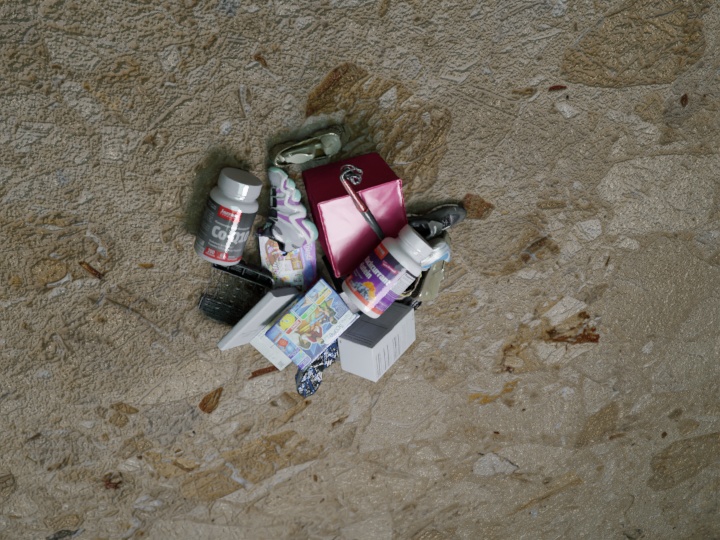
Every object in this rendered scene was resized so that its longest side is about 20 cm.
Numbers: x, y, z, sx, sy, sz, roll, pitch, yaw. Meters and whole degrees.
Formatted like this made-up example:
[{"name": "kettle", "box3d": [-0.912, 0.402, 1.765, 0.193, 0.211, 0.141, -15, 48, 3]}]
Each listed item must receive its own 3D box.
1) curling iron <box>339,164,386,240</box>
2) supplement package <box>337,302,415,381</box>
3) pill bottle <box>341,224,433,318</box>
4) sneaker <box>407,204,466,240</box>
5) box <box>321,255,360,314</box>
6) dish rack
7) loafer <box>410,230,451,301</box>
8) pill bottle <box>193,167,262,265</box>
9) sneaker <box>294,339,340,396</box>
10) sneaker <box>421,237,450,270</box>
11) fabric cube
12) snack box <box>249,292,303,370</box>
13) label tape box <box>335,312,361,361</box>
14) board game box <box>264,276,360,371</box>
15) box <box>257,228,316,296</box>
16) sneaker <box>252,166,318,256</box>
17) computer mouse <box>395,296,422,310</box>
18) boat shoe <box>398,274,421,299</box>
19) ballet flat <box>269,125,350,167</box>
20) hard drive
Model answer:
[{"name": "curling iron", "box3d": [0.011, -0.140, 1.359, 0.049, 0.026, 0.200, -27, 122, 2]}, {"name": "supplement package", "box3d": [0.045, 0.178, 1.668, 0.200, 0.114, 0.110, -39, 134, -42]}, {"name": "pill bottle", "box3d": [0.063, -0.002, 1.399, 0.111, 0.111, 0.200, 38, 100, -30]}, {"name": "sneaker", "box3d": [0.185, -0.116, 1.621, 0.199, 0.091, 0.067, -12, 121, -11]}, {"name": "box", "box3d": [0.000, 0.000, 1.562, 0.141, 0.200, 0.079, -34, 121, 3]}, {"name": "dish rack", "box3d": [-0.311, 0.059, 1.563, 0.153, 0.055, 0.200, 22, 118, -13]}, {"name": "loafer", "box3d": [0.191, -0.009, 1.674, 0.068, 0.076, 0.200, 23, 89, -33]}, {"name": "pill bottle", "box3d": [-0.300, -0.123, 1.454, 0.114, 0.114, 0.200, 13, 113, -23]}, {"name": "sneaker", "box3d": [-0.115, 0.225, 1.654, 0.076, 0.077, 0.200, 31, 96, -29]}, {"name": "sneaker", "box3d": [0.133, -0.021, 1.613, 0.200, 0.072, 0.073, -18, 115, 19]}, {"name": "fabric cube", "box3d": [-0.007, -0.136, 1.488, 0.199, 0.199, 0.197, -17, 120, -8]}, {"name": "snack box", "box3d": [-0.181, 0.160, 1.643, 0.116, 0.037, 0.200, 44, 115, -10]}, {"name": "label tape box", "box3d": [-0.055, 0.170, 1.719, 0.199, 0.066, 0.144, 4, 117, -17]}, {"name": "board game box", "box3d": [-0.118, 0.132, 1.572, 0.200, 0.034, 0.135, -44, 100, 3]}, {"name": "box", "box3d": [-0.181, -0.016, 1.594, 0.136, 0.039, 0.201, -7, 119, -12]}, {"name": "sneaker", "box3d": [-0.196, -0.127, 1.469, 0.140, 0.078, 0.200, -33, 105, -20]}, {"name": "computer mouse", "box3d": [0.109, 0.038, 1.705, 0.200, 0.053, 0.139, 24, 109, -27]}, {"name": "boat shoe", "box3d": [0.108, 0.027, 1.582, 0.072, 0.060, 0.200, 3, 150, -10]}, {"name": "ballet flat", "box3d": [-0.109, -0.275, 1.453, 0.199, 0.075, 0.068, -18, 121, -7]}, {"name": "hard drive", "box3d": [-0.250, 0.117, 1.565, 0.200, 0.132, 0.026, -44, 78, 17]}]
